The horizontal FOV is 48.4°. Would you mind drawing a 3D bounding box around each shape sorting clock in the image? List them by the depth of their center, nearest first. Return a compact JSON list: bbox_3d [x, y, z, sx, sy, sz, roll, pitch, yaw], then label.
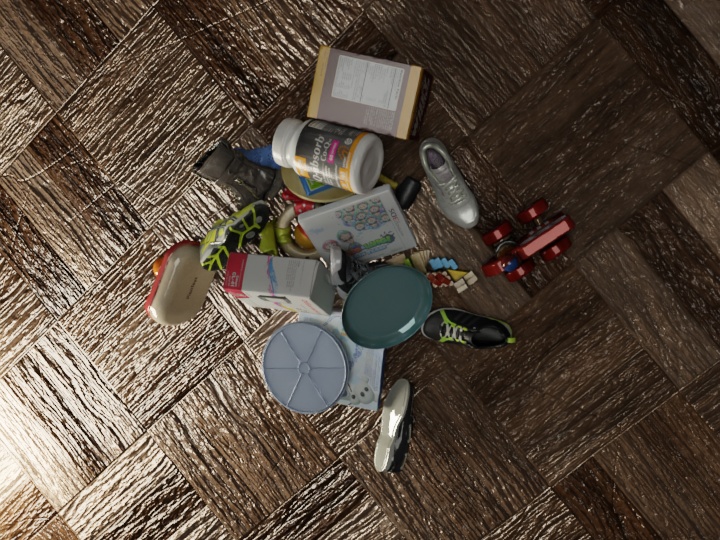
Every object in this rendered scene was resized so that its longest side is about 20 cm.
[{"bbox_3d":[-0.063,-0.215,1.624,0.196,0.039,0.203,-7,54,9],"label":"shape sorting clock"}]

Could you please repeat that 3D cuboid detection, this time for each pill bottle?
[{"bbox_3d":[-0.063,-0.224,1.534,0.197,0.116,0.118,18,102,24],"label":"pill bottle"}]

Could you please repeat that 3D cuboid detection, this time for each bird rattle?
[{"bbox_3d":[-0.124,-0.101,1.696,0.162,0.113,0.201,38,94,-12],"label":"bird rattle"}]

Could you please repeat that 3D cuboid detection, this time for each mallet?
[{"bbox_3d":[0.028,-0.190,1.667,0.197,0.041,0.067,24,99,11],"label":"mallet"}]

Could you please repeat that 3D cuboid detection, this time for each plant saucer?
[{"bbox_3d":[0.051,0.070,1.623,0.197,0.028,0.203,-11,124,-16],"label":"plant saucer"}]

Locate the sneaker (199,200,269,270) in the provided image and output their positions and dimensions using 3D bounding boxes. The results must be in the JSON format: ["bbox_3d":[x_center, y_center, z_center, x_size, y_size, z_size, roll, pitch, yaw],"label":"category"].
[{"bbox_3d":[-0.269,-0.086,1.653,0.199,0.075,0.077,-38,57,21],"label":"sneaker"}]

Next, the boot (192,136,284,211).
[{"bbox_3d":[-0.266,-0.179,1.649,0.172,0.070,0.200,21,131,-27],"label":"boot"}]

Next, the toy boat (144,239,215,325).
[{"bbox_3d":[-0.409,0.016,1.756,0.130,0.130,0.202,34,105,36],"label":"toy boat"}]

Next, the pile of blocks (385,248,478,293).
[{"bbox_3d":[0.144,0.001,1.656,0.196,0.062,0.084,3,99,11],"label":"pile of blocks"}]

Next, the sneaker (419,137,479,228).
[{"bbox_3d":[0.171,-0.171,1.606,0.074,0.100,0.202,-31,93,12],"label":"sneaker"}]

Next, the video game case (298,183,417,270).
[{"bbox_3d":[-0.003,-0.081,1.633,0.197,0.024,0.183,-17,139,13],"label":"video game case"}]

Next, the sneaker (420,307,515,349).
[{"bbox_3d":[0.220,0.121,1.647,0.196,0.083,0.073,4,99,11],"label":"sneaker"}]

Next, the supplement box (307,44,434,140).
[{"bbox_3d":[0.025,-0.341,1.560,0.197,0.197,0.135,15,101,9],"label":"supplement box"}]

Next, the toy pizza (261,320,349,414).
[{"bbox_3d":[-0.116,0.206,1.712,0.197,0.032,0.204,2,99,15],"label":"toy pizza"}]

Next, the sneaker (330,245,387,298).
[{"bbox_3d":[0.000,0.000,1.627,0.112,0.200,0.077,-4,70,6],"label":"sneaker"}]

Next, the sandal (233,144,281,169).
[{"bbox_3d":[-0.227,-0.225,1.687,0.196,0.087,0.081,-4,95,10],"label":"sandal"}]

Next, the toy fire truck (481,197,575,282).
[{"bbox_3d":[0.321,-0.051,1.557,0.198,0.168,0.113,-33,91,14],"label":"toy fire truck"}]

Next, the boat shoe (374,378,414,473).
[{"bbox_3d":[0.084,0.335,1.718,0.060,0.073,0.204,15,84,-32],"label":"boat shoe"}]

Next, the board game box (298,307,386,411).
[{"bbox_3d":[-0.044,0.185,1.730,0.195,0.043,0.204,9,100,11],"label":"board game box"}]

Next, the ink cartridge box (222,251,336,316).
[{"bbox_3d":[-0.164,0.028,1.660,0.197,0.148,0.087,7,75,19],"label":"ink cartridge box"}]
